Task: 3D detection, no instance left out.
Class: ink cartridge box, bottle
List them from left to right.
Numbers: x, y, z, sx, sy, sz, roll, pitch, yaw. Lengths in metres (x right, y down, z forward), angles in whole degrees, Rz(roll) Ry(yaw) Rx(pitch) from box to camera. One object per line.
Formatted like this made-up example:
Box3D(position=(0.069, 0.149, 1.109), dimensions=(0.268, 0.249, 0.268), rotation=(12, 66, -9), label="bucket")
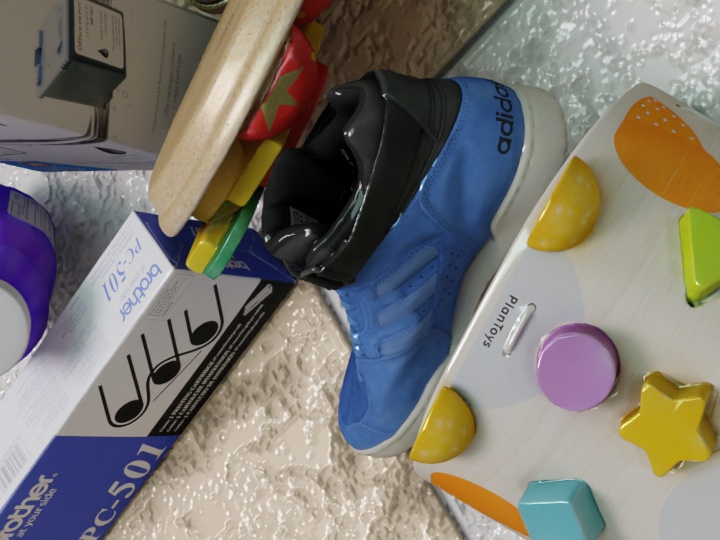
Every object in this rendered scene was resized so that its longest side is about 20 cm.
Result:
Box3D(position=(-0.194, 0.008, 0.810), dimensions=(0.084, 0.065, 0.200), rotation=(-63, 16, 4), label="bottle")
Box3D(position=(-0.186, -0.107, 0.795), dimensions=(0.145, 0.199, 0.087), rotation=(2, 86, 37), label="ink cartridge box")
Box3D(position=(-0.127, 0.063, 0.800), dimensions=(0.201, 0.094, 0.044), rotation=(-52, 59, 21), label="ink cartridge box")

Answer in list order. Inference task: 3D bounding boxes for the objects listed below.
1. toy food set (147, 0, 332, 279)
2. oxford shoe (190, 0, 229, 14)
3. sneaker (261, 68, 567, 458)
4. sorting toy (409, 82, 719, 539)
Box3D(position=(-0.041, -0.102, 0.717), dimensions=(0.198, 0.048, 0.202), rotation=(-52, 17, 47), label="toy food set")
Box3D(position=(-0.045, -0.221, 0.779), dimensions=(0.070, 0.074, 0.201), rotation=(46, 112, 30), label="oxford shoe")
Box3D(position=(0.000, -0.001, 0.671), dimensions=(0.077, 0.110, 0.201), rotation=(-106, 32, -43), label="sneaker")
Box3D(position=(0.132, 0.055, 0.621), dimensions=(0.179, 0.107, 0.202), rotation=(31, 104, 15), label="sorting toy")
